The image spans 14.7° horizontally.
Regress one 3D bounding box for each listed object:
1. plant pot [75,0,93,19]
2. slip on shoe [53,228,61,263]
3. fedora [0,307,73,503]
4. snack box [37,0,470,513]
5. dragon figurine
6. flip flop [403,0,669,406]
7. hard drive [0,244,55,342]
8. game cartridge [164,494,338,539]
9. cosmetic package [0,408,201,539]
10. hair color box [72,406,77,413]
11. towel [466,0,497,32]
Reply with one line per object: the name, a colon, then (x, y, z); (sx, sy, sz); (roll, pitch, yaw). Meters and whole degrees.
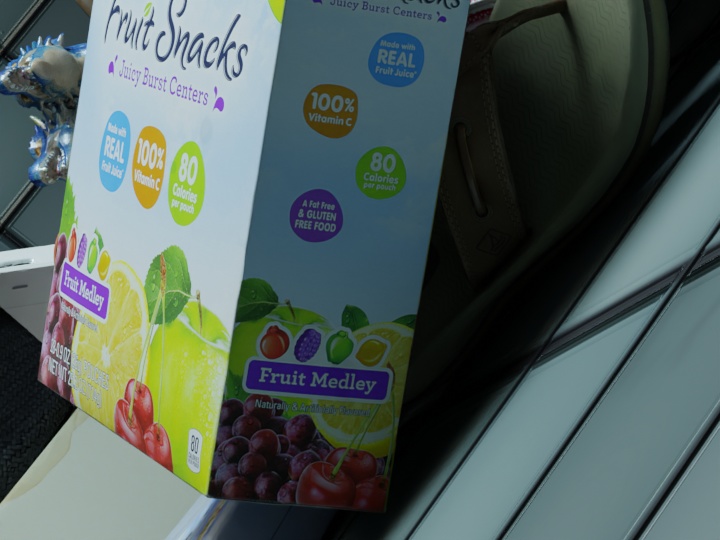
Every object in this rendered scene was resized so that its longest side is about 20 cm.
plant pot: (-0.016, -0.162, 1.181); (0.198, 0.200, 0.200); (-46, 5, 12)
slip on shoe: (-0.062, 0.012, 1.200); (0.200, 0.061, 0.074); (17, 85, 46)
fedora: (-0.183, 0.080, 1.159); (0.201, 0.092, 0.201); (-57, -6, -9)
snack box: (-0.036, -0.041, 0.890); (0.169, 0.068, 0.200); (22, 103, 63)
dragon figurine: (-0.051, -0.090, 1.041); (0.099, 0.059, 0.200); (-5, 22, 35)
flip flop: (0.030, -0.034, 0.888); (0.058, 0.081, 0.200); (5, -48, -41)
hard drive: (-0.171, 0.087, 1.347); (0.026, 0.132, 0.200); (35, 127, 52)
game cartridge: (-0.060, 0.120, 0.962); (0.133, 0.041, 0.200); (-54, 2, 33)
cosmetic package: (-0.118, 0.129, 1.125); (0.104, 0.073, 0.200); (-64, -5, 29)
hair color box: (-0.076, 0.041, 1.338); (0.200, 0.060, 0.100); (-57, -35, -49)
towel: (0.093, -0.126, 0.990); (0.146, 0.030, 0.200); (-19, 14, 33)
